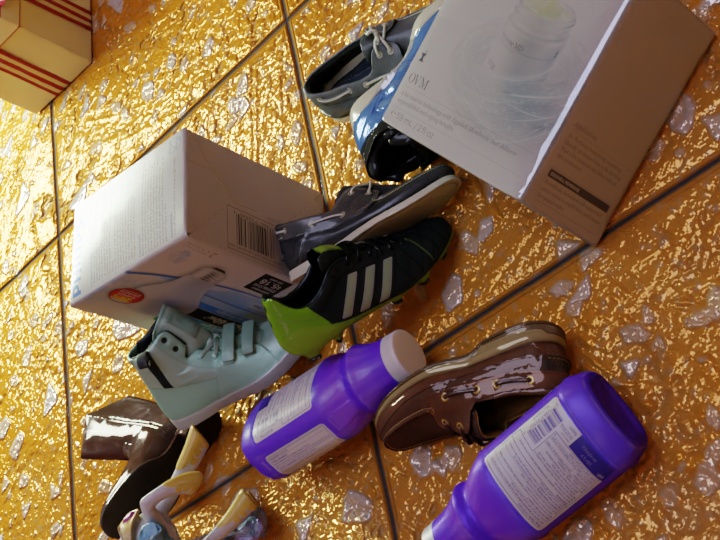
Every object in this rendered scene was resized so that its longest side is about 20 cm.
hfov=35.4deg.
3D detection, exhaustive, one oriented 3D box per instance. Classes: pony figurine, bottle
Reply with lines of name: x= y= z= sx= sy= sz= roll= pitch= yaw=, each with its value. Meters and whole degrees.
pony figurine: x=-0.187 y=0.282 z=1.105 sx=0.199 sy=0.194 sz=0.166 roll=-40 pitch=30 yaw=-9
bottle: x=-0.025 y=0.122 z=1.057 sx=0.199 sy=0.065 sz=0.084 roll=-35 pitch=21 yaw=31
bottle: x=0.130 y=0.168 z=0.889 sx=0.200 sy=0.065 sz=0.084 roll=-46 pitch=73 yaw=24

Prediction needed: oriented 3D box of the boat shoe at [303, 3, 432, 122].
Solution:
boat shoe: x=0.022 y=-0.220 z=1.168 sx=0.198 sy=0.061 sz=0.074 roll=-28 pitch=55 yaw=36

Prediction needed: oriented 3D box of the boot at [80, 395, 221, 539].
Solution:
boot: x=-0.269 y=0.211 z=1.252 sx=0.198 sy=0.065 sz=0.186 roll=0 pitch=34 yaw=43

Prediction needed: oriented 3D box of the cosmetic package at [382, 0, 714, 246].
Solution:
cosmetic package: x=0.154 y=-0.165 z=0.965 sx=0.199 sy=0.122 sz=0.202 roll=36 pitch=99 yaw=47

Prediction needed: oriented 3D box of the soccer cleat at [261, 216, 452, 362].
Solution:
soccer cleat: x=0.000 y=0.000 z=1.037 sx=0.199 sy=0.082 sz=0.067 roll=-36 pitch=23 yaw=-15

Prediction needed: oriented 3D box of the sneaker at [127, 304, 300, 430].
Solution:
sneaker: x=-0.145 y=0.071 z=1.155 sx=0.199 sy=0.119 sz=0.074 roll=-33 pitch=25 yaw=11

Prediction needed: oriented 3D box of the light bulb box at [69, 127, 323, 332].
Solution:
light bulb box: x=-0.170 y=-0.023 z=1.187 sx=0.198 sy=0.197 sz=0.127 roll=-27 pitch=55 yaw=37

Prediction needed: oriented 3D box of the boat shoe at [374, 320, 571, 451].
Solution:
boat shoe: x=0.091 y=0.113 z=0.954 sx=0.199 sy=0.072 sz=0.069 roll=-31 pitch=52 yaw=31

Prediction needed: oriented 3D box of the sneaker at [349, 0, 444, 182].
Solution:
sneaker: x=0.066 y=-0.168 z=1.087 sx=0.200 sy=0.076 sz=0.112 roll=-44 pitch=41 yaw=31

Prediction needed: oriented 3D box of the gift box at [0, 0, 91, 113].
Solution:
gift box: x=-0.519 y=-0.384 z=1.706 sx=0.199 sy=0.185 sz=0.187 roll=-37 pitch=51 yaw=31

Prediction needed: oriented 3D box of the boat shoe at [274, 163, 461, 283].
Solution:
boat shoe: x=0.004 y=-0.057 z=1.091 sx=0.198 sy=0.072 sz=0.069 roll=-27 pitch=74 yaw=22
